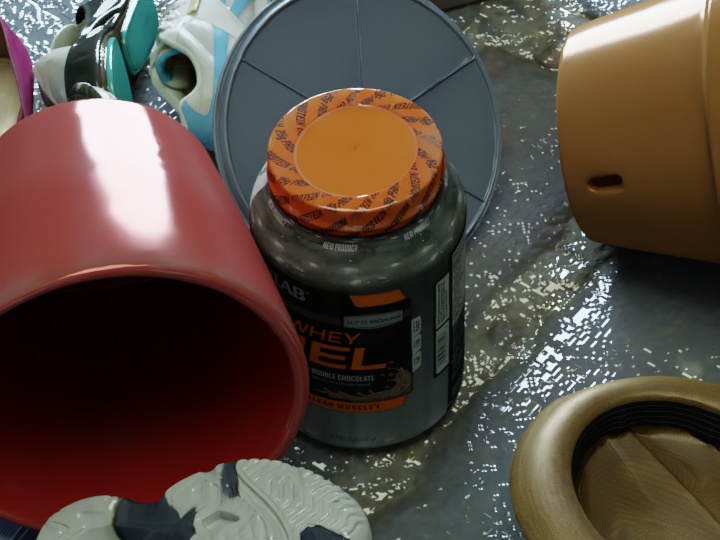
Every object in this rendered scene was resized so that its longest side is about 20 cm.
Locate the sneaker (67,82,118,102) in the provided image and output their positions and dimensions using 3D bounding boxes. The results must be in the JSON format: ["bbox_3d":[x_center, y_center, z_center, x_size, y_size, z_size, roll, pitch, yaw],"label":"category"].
[{"bbox_3d":[-0.142,-0.064,1.211,0.088,0.200,0.077,7,81,-10],"label":"sneaker"}]

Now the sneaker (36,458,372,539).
[{"bbox_3d":[-0.062,0.171,1.013,0.199,0.130,0.080,-16,41,25],"label":"sneaker"}]

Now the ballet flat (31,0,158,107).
[{"bbox_3d":[-0.181,-0.136,1.329,0.068,0.068,0.200,-11,25,7],"label":"ballet flat"}]

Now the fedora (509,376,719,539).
[{"bbox_3d":[0.173,0.144,1.062,0.200,0.082,0.201,1,40,-1],"label":"fedora"}]

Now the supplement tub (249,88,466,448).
[{"bbox_3d":[0.000,0.000,1.125,0.122,0.200,0.123,-1,48,2],"label":"supplement tub"}]

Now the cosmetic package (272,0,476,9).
[{"bbox_3d":[0.027,-0.243,1.404,0.200,0.107,0.090,-13,49,-12],"label":"cosmetic package"}]

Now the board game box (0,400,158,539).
[{"bbox_3d":[-0.233,0.125,1.120,0.200,0.057,0.165,24,55,21],"label":"board game box"}]

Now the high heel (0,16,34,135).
[{"bbox_3d":[-0.238,-0.072,1.267,0.067,0.096,0.200,0,48,2],"label":"high heel"}]

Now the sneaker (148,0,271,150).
[{"bbox_3d":[-0.106,-0.164,1.350,0.081,0.077,0.200,-2,47,-20],"label":"sneaker"}]

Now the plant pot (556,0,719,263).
[{"bbox_3d":[0.206,-0.091,1.217,0.140,0.200,0.200,-3,46,21],"label":"plant pot"}]

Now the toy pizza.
[{"bbox_3d":[-0.002,-0.087,1.248,0.200,0.032,0.201,2,86,-24],"label":"toy pizza"}]

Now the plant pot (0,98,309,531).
[{"bbox_3d":[-0.139,0.014,1.060,0.200,0.201,0.177,-9,43,-6],"label":"plant pot"}]
